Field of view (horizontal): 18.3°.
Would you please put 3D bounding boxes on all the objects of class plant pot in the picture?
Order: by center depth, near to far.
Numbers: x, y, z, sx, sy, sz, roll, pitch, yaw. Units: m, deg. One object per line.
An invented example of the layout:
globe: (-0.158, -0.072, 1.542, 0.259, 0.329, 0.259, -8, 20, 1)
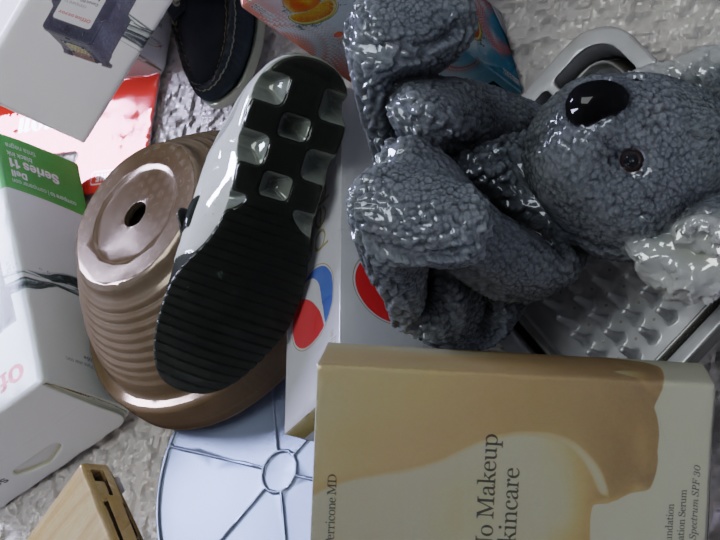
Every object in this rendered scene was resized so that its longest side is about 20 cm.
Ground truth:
plant pot: (-0.107, -0.012, 1.364, 0.200, 0.093, 0.202, -24, 49, 30)

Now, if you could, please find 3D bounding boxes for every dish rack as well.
dish rack: (0.139, -0.019, 1.230, 0.172, 0.043, 0.200, -48, 50, 11)

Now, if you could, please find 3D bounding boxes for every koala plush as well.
koala plush: (0.107, -0.049, 1.158, 0.199, 0.184, 0.178, -10, 52, 11)

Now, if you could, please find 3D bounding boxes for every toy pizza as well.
toy pizza: (-0.039, 0.123, 1.316, 0.199, 0.032, 0.201, -18, 58, 32)

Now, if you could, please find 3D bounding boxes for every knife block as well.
knife block: (-0.194, 0.218, 1.311, 0.175, 0.200, 0.064, -24, 53, -7)

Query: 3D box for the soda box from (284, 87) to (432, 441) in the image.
soda box: (0.000, 0.000, 1.269, 0.068, 0.063, 0.201, -44, 38, 48)

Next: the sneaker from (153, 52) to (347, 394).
sneaker: (-0.065, -0.027, 1.274, 0.201, 0.074, 0.088, -67, 16, 2)

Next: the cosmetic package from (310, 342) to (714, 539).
cosmetic package: (0.075, 0.095, 1.133, 0.199, 0.071, 0.106, 1, 96, 3)

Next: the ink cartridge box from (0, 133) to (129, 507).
ink cartridge box: (-0.243, 0.035, 1.474, 0.146, 0.083, 0.201, -35, 55, 26)

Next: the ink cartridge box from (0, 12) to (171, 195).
ink cartridge box: (-0.221, -0.137, 1.559, 0.199, 0.043, 0.175, -5, 68, 36)

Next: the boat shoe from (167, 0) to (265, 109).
boat shoe: (-0.106, -0.202, 1.482, 0.075, 0.062, 0.201, -19, 61, 32)

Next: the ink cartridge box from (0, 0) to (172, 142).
ink cartridge box: (-0.161, -0.203, 1.398, 0.200, 0.084, 0.145, -55, 22, 22)

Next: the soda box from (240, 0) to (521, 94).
soda box: (0.010, -0.150, 1.279, 0.068, 0.200, 0.064, -27, 57, 25)
